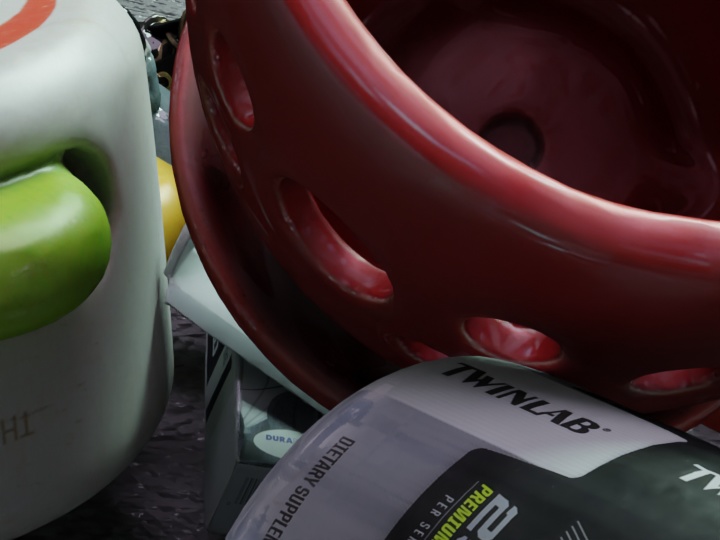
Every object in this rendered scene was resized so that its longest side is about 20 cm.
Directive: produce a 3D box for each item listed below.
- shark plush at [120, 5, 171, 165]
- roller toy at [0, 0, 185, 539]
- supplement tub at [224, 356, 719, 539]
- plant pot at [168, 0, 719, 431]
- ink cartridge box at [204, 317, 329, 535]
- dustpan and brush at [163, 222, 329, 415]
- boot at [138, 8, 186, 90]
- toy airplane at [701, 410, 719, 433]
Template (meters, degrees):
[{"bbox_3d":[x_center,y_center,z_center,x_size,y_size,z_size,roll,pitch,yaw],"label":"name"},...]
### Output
[{"bbox_3d":[-0.078,-0.062,0.810,0.091,0.200,0.083,-33,-6,-32],"label":"shark plush"},{"bbox_3d":[-0.144,-0.001,0.674,0.181,0.141,0.200,-2,22,6],"label":"roller toy"},{"bbox_3d":[0.070,0.100,0.443,0.122,0.123,0.199,-10,22,-42],"label":"supplement tub"},{"bbox_3d":[0.054,-0.058,0.574,0.199,0.202,0.183,3,-22,-8],"label":"plant pot"},{"bbox_3d":[0.005,-0.007,0.728,0.099,0.039,0.201,9,48,-15],"label":"ink cartridge box"},{"bbox_3d":[0.052,-0.031,0.700,0.139,0.057,0.200,34,47,5],"label":"dustpan and brush"},{"bbox_3d":[-0.074,-0.087,0.956,0.149,0.200,0.074,2,59,3],"label":"boot"},{"bbox_3d":[0.202,0.023,0.706,0.198,0.142,0.199,-3,-5,17],"label":"toy airplane"}]
